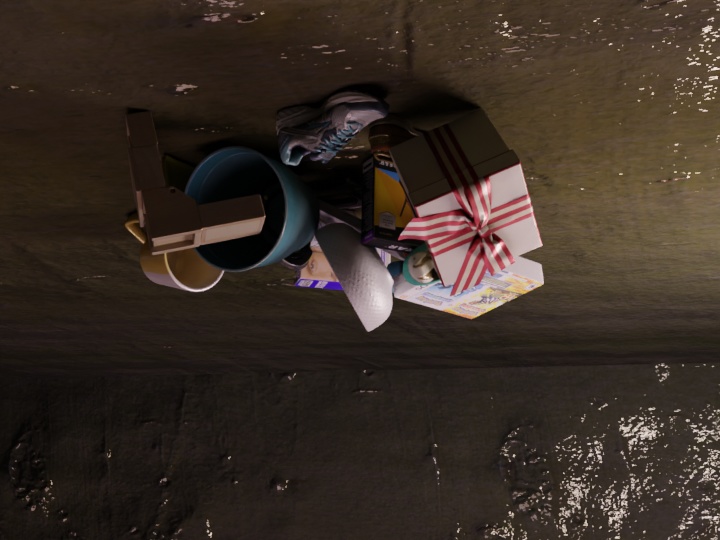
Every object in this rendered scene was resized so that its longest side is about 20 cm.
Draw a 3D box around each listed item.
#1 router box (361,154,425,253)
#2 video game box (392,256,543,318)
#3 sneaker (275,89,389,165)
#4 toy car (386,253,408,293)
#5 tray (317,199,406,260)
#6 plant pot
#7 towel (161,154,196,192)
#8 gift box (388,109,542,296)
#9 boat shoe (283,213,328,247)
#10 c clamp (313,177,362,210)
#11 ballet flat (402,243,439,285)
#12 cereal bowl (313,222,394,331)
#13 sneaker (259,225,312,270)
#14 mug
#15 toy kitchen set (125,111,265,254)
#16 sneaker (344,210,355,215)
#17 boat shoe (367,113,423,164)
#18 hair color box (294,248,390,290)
[{"bbox_3d":[0.097,-0.104,1.638,0.198,0.151,0.051,9,163,-28],"label":"router box"},{"bbox_3d":[0.187,0.018,1.678,0.199,0.047,0.182,16,150,-36],"label":"video game box"},{"bbox_3d":[-0.039,-0.202,1.414,0.199,0.087,0.077,-11,161,37],"label":"sneaker"},{"bbox_3d":[0.112,-0.073,1.746,0.183,0.178,0.200,-11,149,21],"label":"toy car"},{"bbox_3d":[-0.008,-0.079,1.726,0.199,0.022,0.107,27,173,31],"label":"tray"},{"bbox_3d":[-0.167,-0.101,1.627,0.198,0.202,0.188,-6,179,24],"label":"plant pot"},{"bbox_3d":[-0.263,-0.134,1.674,0.018,0.087,0.199,-26,151,33],"label":"towel"},{"bbox_3d":[0.145,-0.091,1.412,0.199,0.187,0.185,-27,129,4],"label":"gift box"},{"bbox_3d":[-0.115,-0.076,1.862,0.086,0.075,0.201,7,177,-39],"label":"boat shoe"},{"bbox_3d":[-0.066,-0.138,1.771,0.198,0.027,0.170,-9,167,27],"label":"c clamp"},{"bbox_3d":[0.126,-0.015,1.544,0.199,0.068,0.070,-19,-177,43],"label":"ballet flat"},{"bbox_3d":[0.000,0.000,1.660,0.083,0.201,0.200,-30,162,0],"label":"cereal bowl"},{"bbox_3d":[-0.172,-0.065,1.778,0.200,0.074,0.081,42,160,14],"label":"sneaker"},{"bbox_3d":[-0.381,-0.047,1.965,0.149,0.188,0.152,-28,-164,-39],"label":"mug"},{"bbox_3d":[-0.267,-0.133,1.517,0.179,0.202,0.163,-12,167,-15],"label":"toy kitchen set"},{"bbox_3d":[-0.021,-0.060,1.914,0.071,0.081,0.200,-5,169,15],"label":"sneaker"},{"bbox_3d":[0.083,-0.181,1.515,0.199,0.069,0.072,15,159,-41],"label":"boat shoe"},{"bbox_3d":[-0.037,-0.019,2.026,0.198,0.110,0.065,4,164,-14],"label":"hair color box"}]
